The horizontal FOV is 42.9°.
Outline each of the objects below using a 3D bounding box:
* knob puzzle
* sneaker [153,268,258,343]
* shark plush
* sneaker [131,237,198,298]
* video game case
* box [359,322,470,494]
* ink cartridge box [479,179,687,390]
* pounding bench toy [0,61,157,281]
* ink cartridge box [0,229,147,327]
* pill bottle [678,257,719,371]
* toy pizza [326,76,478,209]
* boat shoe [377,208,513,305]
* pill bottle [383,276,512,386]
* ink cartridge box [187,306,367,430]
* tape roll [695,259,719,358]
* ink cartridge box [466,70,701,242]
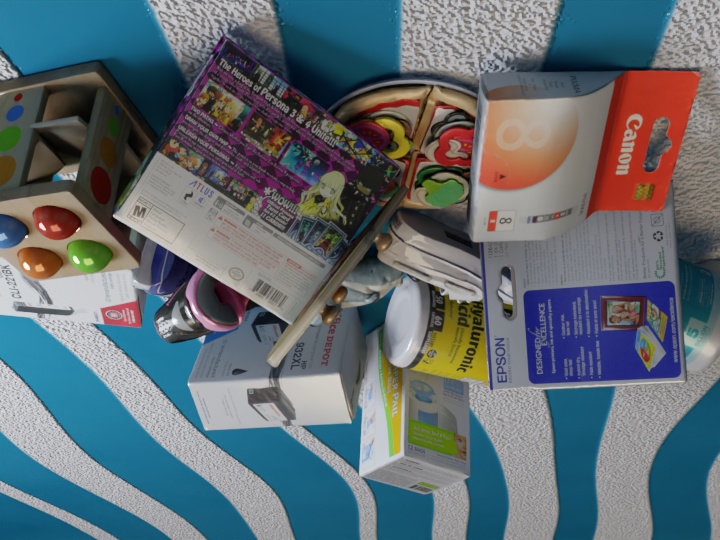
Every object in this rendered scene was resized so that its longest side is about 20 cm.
[{"bbox_3d":[-0.028,0.026,0.914,0.030,0.221,0.220,38,143,-4],"label":"knob puzzle"},{"bbox_3d":[-0.141,0.022,0.934,0.094,0.080,0.200,-31,180,25],"label":"sneaker"},{"bbox_3d":[0.000,0.000,1.054,0.196,0.091,0.085,-7,119,25],"label":"shark plush"},{"bbox_3d":[-0.176,0.003,1.001,0.113,0.082,0.199,18,172,-1],"label":"sneaker"},{"bbox_3d":[-0.091,-0.075,0.822,0.198,0.036,0.183,32,100,-24],"label":"video game case"},{"bbox_3d":[0.072,0.171,1.198,0.111,0.204,0.101,21,145,-27],"label":"box"},{"bbox_3d":[0.224,0.017,0.936,0.195,0.203,0.047,-4,177,15],"label":"ink cartridge box"},{"bbox_3d":[-0.264,-0.061,0.873,0.121,0.159,0.201,-7,149,15],"label":"pounding bench toy"},{"bbox_3d":[-0.345,-0.011,1.038,0.195,0.085,0.145,6,150,-6],"label":"ink cartridge box"},{"bbox_3d":[0.300,0.027,1.007,0.196,0.113,0.111,20,149,-2],"label":"pill bottle"},{"bbox_3d":[0.050,-0.110,0.891,0.195,0.032,0.202,2,149,1],"label":"toy pizza"},{"bbox_3d":[0.110,0.000,1.015,0.197,0.074,0.066,27,116,-14],"label":"boat shoe"},{"bbox_3d":[0.136,0.080,1.129,0.196,0.114,0.111,13,148,-19],"label":"pill bottle"},{"bbox_3d":[-0.100,0.118,1.162,0.195,0.146,0.085,-5,125,13],"label":"ink cartridge box"},{"bbox_3d":[0.442,0.052,1.132,0.197,0.038,0.204,2,150,1],"label":"tape roll"},{"bbox_3d":[0.199,-0.099,0.834,0.195,0.051,0.165,1,134,1],"label":"ink cartridge box"}]
